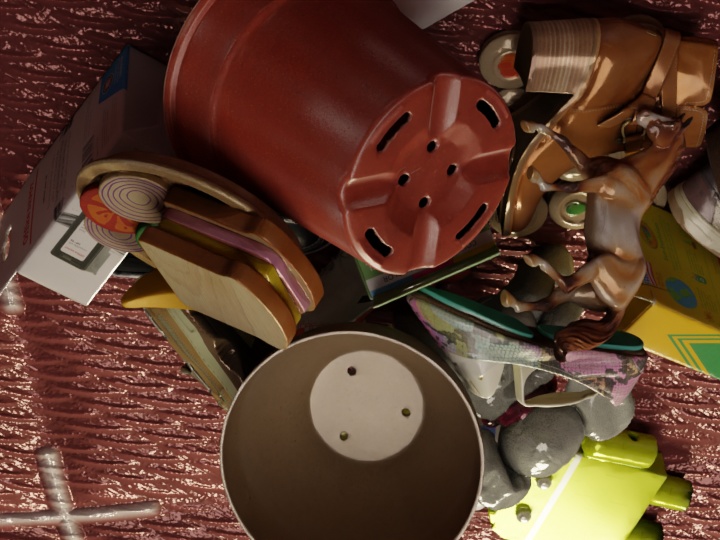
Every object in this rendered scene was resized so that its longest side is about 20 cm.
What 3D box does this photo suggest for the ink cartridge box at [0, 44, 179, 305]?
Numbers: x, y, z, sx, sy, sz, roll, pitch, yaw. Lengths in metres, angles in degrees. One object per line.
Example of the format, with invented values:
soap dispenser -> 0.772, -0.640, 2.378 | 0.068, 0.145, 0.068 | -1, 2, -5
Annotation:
ink cartridge box -> -0.206, -0.059, 1.677 | 0.067, 0.117, 0.200 | 27, 124, -23

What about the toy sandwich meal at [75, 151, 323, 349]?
toy sandwich meal -> -0.121, -0.009, 1.548 | 0.204, 0.071, 0.206 | 20, 157, 9

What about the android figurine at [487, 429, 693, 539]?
android figurine -> 0.197, 0.207, 1.982 | 0.198, 0.041, 0.183 | 15, 128, -18

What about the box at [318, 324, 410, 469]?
box -> 0.020, 0.152, 1.778 | 0.075, 0.050, 0.202 | -14, 103, -4

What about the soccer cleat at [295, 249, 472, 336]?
soccer cleat -> 0.000, 0.000, 1.780 | 0.199, 0.069, 0.086 | -25, 119, 12

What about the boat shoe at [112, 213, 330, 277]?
boat shoe -> -0.112, -0.024, 1.745 | 0.198, 0.068, 0.072 | 0, 130, -4

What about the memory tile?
memory tile -> 0.172, -0.111, 1.727 | 0.152, 0.017, 0.201 | -6, 130, 0

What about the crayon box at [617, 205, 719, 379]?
crayon box -> 0.259, 0.015, 1.754 | 0.199, 0.128, 0.051 | 22, 129, -28

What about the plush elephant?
plush elephant -> 0.131, 0.097, 1.768 | 0.164, 0.200, 0.156 | -26, 108, 9

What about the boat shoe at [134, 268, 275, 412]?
boat shoe -> -0.110, 0.070, 1.750 | 0.076, 0.072, 0.201 | -10, 122, 40

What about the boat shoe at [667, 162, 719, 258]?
boat shoe -> 0.343, -0.026, 1.778 | 0.199, 0.072, 0.065 | 30, 127, -19

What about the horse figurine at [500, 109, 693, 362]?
horse figurine -> 0.174, -0.028, 1.617 | 0.131, 0.202, 0.050 | 9, 173, -27

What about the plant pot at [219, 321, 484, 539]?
plant pot -> 0.000, 0.125, 1.671 | 0.198, 0.135, 0.202 | 1, 104, 6

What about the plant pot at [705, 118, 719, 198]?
plant pot -> 0.372, -0.095, 1.657 | 0.198, 0.188, 0.188 | -17, 130, 18

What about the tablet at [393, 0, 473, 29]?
tablet -> 0.062, -0.249, 1.605 | 0.199, 0.014, 0.130 | -27, 127, 18

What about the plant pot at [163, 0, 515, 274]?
plant pot -> -0.006, -0.105, 1.535 | 0.200, 0.195, 0.202 | -20, 127, -29

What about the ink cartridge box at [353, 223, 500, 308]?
ink cartridge box -> 0.044, -0.027, 1.639 | 0.103, 0.200, 0.060 | -22, 95, 2

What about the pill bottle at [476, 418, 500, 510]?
pill bottle -> 0.018, 0.137, 1.860 | 0.198, 0.114, 0.114 | 9, 129, -13

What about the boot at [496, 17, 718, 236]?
boot -> 0.186, -0.108, 1.684 | 0.154, 0.077, 0.201 | 2, 123, -12

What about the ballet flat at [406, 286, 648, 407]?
ballet flat -> 0.122, 0.066, 1.632 | 0.198, 0.069, 0.072 | 13, 102, -20
